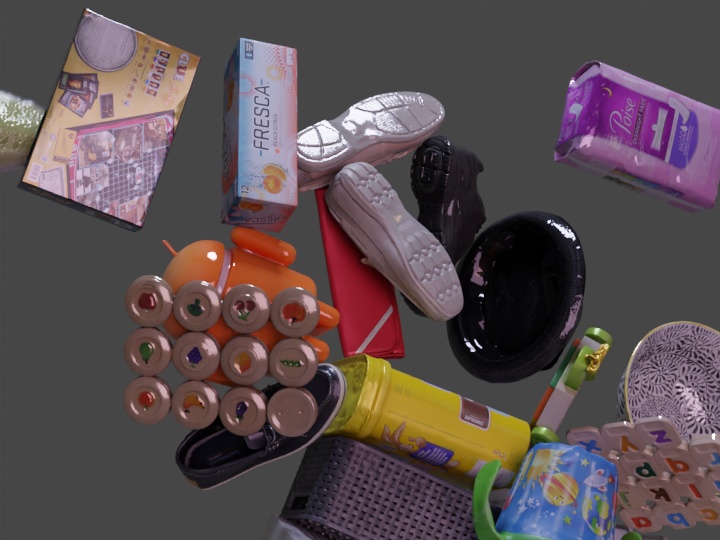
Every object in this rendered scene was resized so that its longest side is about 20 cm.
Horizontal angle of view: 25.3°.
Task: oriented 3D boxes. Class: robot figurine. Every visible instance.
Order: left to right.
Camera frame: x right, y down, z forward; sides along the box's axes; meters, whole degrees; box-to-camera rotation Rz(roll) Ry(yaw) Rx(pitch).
[{"bbox_3d":[-0.124,0.038,1.669,0.200,0.117,0.144,22,109,-14],"label":"robot figurine"}]

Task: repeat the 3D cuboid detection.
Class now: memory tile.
[{"bbox_3d":[-0.139,0.087,1.597,0.199,0.017,0.154,4,97,7],"label":"memory tile"}]

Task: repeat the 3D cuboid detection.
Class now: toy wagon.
[{"bbox_3d":[0.223,0.131,1.734,0.039,0.200,0.155,27,59,10],"label":"toy wagon"}]

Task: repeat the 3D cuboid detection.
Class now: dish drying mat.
[{"bbox_3d":[0.000,0.000,1.750,0.077,0.018,0.201,-2,72,-23],"label":"dish drying mat"}]

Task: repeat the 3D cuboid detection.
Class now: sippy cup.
[{"bbox_3d":[0.201,0.249,1.620,0.178,0.139,0.131,54,47,-52],"label":"sippy cup"}]

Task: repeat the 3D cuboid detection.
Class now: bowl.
[{"bbox_3d":[0.359,0.167,1.826,0.200,0.094,0.201,11,65,-24],"label":"bowl"}]

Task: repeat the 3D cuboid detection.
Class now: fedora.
[{"bbox_3d":[0.189,0.038,1.778,0.092,0.200,0.201,29,71,-45],"label":"fedora"}]

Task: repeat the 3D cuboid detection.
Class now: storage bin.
[{"bbox_3d":[0.032,0.255,1.680,0.200,0.135,0.094,27,74,-14],"label":"storage bin"}]

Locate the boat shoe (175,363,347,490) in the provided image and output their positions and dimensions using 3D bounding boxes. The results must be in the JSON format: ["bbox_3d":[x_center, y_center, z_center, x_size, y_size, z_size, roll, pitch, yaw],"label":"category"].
[{"bbox_3d":[-0.103,0.159,1.640,0.200,0.062,0.075,-30,63,8],"label":"boat shoe"}]

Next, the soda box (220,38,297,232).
[{"bbox_3d":[-0.107,-0.143,1.699,0.068,0.064,0.201,9,60,-19],"label":"soda box"}]

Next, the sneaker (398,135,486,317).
[{"bbox_3d":[0.099,-0.045,1.786,0.091,0.076,0.201,11,89,-43],"label":"sneaker"}]

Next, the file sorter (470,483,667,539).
[{"bbox_3d":[0.217,0.323,1.745,0.200,0.124,0.139,21,76,-16],"label":"file sorter"}]

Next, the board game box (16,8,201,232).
[{"bbox_3d":[-0.263,-0.157,1.690,0.135,0.035,0.201,22,75,-16],"label":"board game box"}]

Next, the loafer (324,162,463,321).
[{"bbox_3d":[0.035,-0.025,1.724,0.070,0.070,0.200,-25,75,-43],"label":"loafer"}]

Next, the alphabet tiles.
[{"bbox_3d":[0.310,0.219,1.723,0.196,0.200,0.015,52,39,-36],"label":"alphabet tiles"}]

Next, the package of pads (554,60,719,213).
[{"bbox_3d":[0.335,-0.156,1.886,0.200,0.076,0.121,19,73,-16],"label":"package of pads"}]

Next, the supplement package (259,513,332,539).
[{"bbox_3d":[-0.030,0.382,1.615,0.200,0.147,0.192,27,88,-14],"label":"supplement package"}]

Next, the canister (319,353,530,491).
[{"bbox_3d":[0.062,0.165,1.701,0.200,0.148,0.087,23,73,-18],"label":"canister"}]

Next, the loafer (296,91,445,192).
[{"bbox_3d":[0.002,-0.142,1.778,0.200,0.063,0.072,-22,59,-29],"label":"loafer"}]
